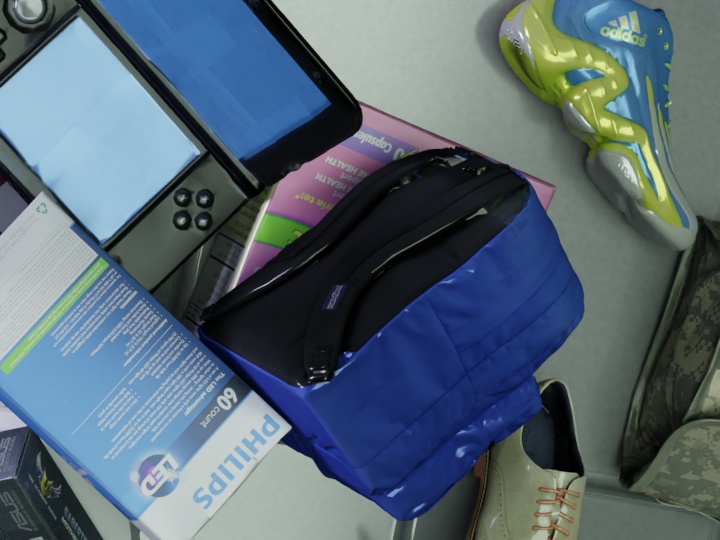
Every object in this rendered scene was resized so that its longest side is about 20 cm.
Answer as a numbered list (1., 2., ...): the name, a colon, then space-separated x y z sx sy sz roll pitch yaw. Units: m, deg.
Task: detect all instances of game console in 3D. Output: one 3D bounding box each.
1. game console: -0.132 -0.103 1.475 0.172 0.119 0.200 -44 102 -13

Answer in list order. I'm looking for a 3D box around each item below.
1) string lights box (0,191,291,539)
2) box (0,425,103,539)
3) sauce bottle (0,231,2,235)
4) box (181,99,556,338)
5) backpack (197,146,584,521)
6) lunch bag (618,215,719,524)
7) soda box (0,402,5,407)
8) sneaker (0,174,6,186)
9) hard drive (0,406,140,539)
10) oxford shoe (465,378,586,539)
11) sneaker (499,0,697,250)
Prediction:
1. string lights box: -0.148 0.061 1.445 0.200 0.059 0.103 44 78 -6
2. box: -0.230 0.194 1.526 0.157 0.051 0.200 -15 125 19
3. sauce bottle: -0.180 0.035 1.508 0.066 0.066 0.200 -46 108 -5
4. box: 0.000 0.000 1.607 0.175 0.097 0.201 23 91 -17
5. backpack: 0.031 0.032 1.492 0.200 0.162 0.168 -43 127 -15
6. lunch bag: 0.281 0.083 1.685 0.163 0.118 0.201 15 99 -16
7. soda box: -0.190 0.035 1.575 0.063 0.068 0.201 13 94 -18
8. sneaker: -0.162 -0.117 1.560 0.090 0.075 0.200 39 87 -10
9. hard drive: -0.237 0.137 1.532 0.199 0.027 0.132 4 129 6
10. oxford shoe: 0.111 0.163 1.618 0.070 0.074 0.201 10 58 -22
11. sneaker: 0.185 -0.113 1.653 0.105 0.076 0.200 -40 104 -8
